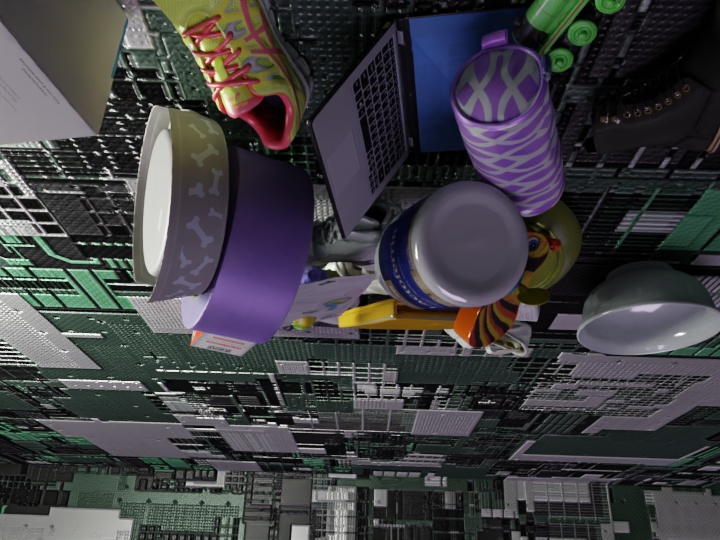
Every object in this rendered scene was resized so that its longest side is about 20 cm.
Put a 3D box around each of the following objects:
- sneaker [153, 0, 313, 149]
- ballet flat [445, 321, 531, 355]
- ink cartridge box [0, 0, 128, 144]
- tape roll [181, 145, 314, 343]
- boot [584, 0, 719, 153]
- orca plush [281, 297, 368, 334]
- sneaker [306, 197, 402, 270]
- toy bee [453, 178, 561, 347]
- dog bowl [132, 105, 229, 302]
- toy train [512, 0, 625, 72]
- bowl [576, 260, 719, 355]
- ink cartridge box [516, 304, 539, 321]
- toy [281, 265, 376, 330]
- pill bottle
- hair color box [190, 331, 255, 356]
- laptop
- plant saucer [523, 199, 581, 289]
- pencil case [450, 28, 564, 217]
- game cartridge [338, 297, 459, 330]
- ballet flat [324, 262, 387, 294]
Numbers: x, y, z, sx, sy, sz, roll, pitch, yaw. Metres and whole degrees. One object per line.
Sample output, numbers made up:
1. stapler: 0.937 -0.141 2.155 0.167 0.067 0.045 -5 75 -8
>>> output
1. sneaker: -0.103 -0.177 0.544 0.077 0.092 0.200 -12 149 29
2. ballet flat: 0.206 0.105 1.106 0.197 0.070 0.069 13 152 -19
3. ink cartridge box: -0.309 -0.184 0.503 0.196 0.131 0.126 -3 153 11
4. tape roll: -0.128 -0.027 0.719 0.084 0.203 0.200 14 151 -24
5. boot: 0.268 -0.161 0.574 0.136 0.079 0.200 -2 152 19
6. orca plush: -0.079 0.036 1.024 0.197 0.107 0.071 6 -161 -28
7. sneaker: -0.039 -0.048 0.815 0.196 0.076 0.115 -3 153 -2
8. toy bee: 0.179 -0.007 0.747 0.107 0.132 0.202 1 132 -24
9. dog bowl: -0.184 -0.066 0.657 0.058 0.203 0.200 4 156 -27
10. toy train: 0.179 -0.226 0.469 0.056 0.042 0.200 21 143 -14
11. bowl: 0.412 0.048 0.950 0.197 0.092 0.202 1 153 1
12. ink cartridge box: 0.165 0.024 0.983 0.197 0.051 0.161 3 155 20
13. toy: -0.061 0.027 0.819 0.113 0.048 0.200 -9 161 -17
14. pill bottle: 0.082 -0.017 0.681 0.114 0.118 0.200 8 173 -11
15. hair color box: -0.205 0.079 1.088 0.100 0.062 0.200 16 149 -26
16. laptop: 0.067 -0.127 0.609 0.115 0.201 0.188 29 161 21
17. plant saucer: 0.179 -0.024 0.830 0.196 0.031 0.202 7 139 6
18. pencil case: 0.137 -0.121 0.589 0.083 0.087 0.200 -12 157 16
19. game cartridge: 0.081 0.065 0.934 0.174 0.033 0.199 4 172 -23
20. ballet flat: 0.000 0.000 0.906 0.196 0.070 0.070 0 154 13
